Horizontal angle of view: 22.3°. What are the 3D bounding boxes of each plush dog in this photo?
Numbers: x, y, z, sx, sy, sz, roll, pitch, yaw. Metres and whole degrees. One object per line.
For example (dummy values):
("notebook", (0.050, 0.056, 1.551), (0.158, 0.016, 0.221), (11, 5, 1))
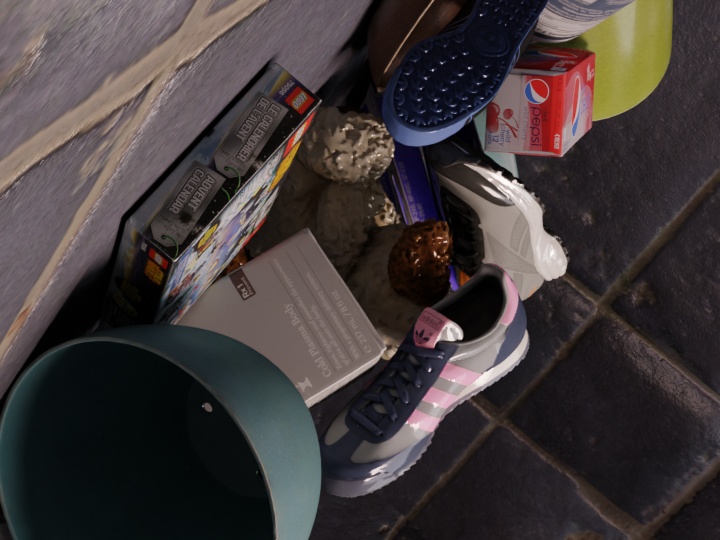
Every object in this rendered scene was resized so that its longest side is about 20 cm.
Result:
("plush dog", (0.000, 0.000, 1.357), (0.161, 0.172, 0.200), (-47, 160, -18))

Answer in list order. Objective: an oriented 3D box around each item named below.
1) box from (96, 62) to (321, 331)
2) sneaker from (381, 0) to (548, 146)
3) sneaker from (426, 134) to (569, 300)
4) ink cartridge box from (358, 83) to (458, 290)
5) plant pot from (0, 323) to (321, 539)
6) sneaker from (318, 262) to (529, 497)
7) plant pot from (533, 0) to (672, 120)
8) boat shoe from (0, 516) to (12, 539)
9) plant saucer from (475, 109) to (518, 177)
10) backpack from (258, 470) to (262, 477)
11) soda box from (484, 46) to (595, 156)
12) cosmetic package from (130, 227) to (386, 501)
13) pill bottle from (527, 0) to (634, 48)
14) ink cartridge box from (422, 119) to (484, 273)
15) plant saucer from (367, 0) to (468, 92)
("box", (-0.097, -0.030, 1.123), (0.137, 0.040, 0.200), (-50, 177, -23))
("sneaker", (0.072, -0.141, 1.321), (0.200, 0.070, 0.078), (-48, 172, -38))
("sneaker", (0.093, -0.029, 1.342), (0.079, 0.074, 0.200), (-46, 143, -6))
("ink cartridge box", (0.037, -0.042, 1.531), (0.043, 0.199, 0.200), (-15, 172, -10))
("plant pot", (-0.102, 0.116, 1.112), (0.200, 0.200, 0.135), (-52, 168, 31))
("sneaker", (0.037, 0.069, 1.259), (0.200, 0.070, 0.082), (-43, 143, -27))
("plant pot", (0.194, -0.262, 1.602), (0.187, 0.187, 0.200), (-49, 162, -22))
("boat shoe", (-0.263, 0.220, 1.429), (0.070, 0.071, 0.200), (-11, -175, 32))
("plant saucer", (0.107, -0.129, 1.608), (0.036, 0.201, 0.200), (-13, 177, 0))
("backpack", (-0.139, 0.178, 1.328), (0.167, 0.126, 0.201), (142, -49, -59))
("soda box", (0.148, -0.139, 1.483), (0.200, 0.063, 0.070), (-39, 132, -72))
("cosmetic package", (-0.095, 0.070, 1.244), (0.200, 0.107, 0.090), (-32, 173, -12))
("pill bottle", (0.159, -0.246, 1.428), (0.120, 0.120, 0.200), (-49, -170, -27))
("ink cartridge box", (0.076, -0.085, 1.501), (0.040, 0.200, 0.200), (-13, 141, 1))
("plant saucer", (0.063, -0.215, 1.295), (0.201, 0.037, 0.200), (-51, 178, -3))
